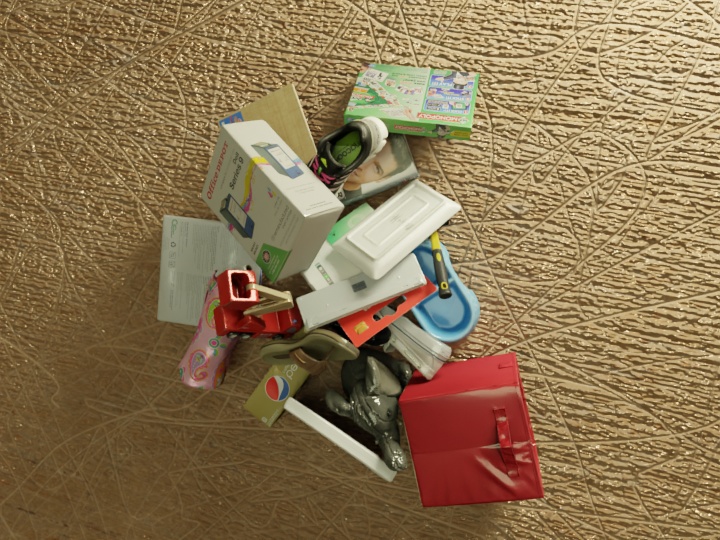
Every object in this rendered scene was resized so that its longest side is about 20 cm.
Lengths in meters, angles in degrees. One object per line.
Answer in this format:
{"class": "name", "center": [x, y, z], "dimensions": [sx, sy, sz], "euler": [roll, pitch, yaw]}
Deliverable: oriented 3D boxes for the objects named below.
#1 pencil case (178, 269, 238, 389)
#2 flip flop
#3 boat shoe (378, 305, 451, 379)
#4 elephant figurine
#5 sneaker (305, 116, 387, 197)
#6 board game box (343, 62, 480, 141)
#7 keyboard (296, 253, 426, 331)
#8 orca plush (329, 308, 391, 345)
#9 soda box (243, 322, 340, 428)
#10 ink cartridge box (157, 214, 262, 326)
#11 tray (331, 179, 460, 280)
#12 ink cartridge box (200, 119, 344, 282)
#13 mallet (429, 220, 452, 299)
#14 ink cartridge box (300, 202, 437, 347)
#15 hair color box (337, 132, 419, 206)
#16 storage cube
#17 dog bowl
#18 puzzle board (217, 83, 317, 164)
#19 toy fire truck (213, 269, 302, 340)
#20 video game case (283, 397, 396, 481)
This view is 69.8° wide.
{"class": "pencil case", "center": [-0.248, 0.103, 0.893], "dimensions": [0.087, 0.087, 0.201], "euler": [23, 100, 8]}
{"class": "flip flop", "center": [-0.085, 0.139, 0.813], "dimensions": [0.199, 0.081, 0.058], "euler": [-12, 49, 33]}
{"class": "boat shoe", "center": [0.054, 0.103, 0.851], "dimensions": [0.200, 0.073, 0.067], "euler": [34, 91, 37]}
{"class": "elephant figurine", "center": [0.018, 0.204, 0.833], "dimensions": [0.154, 0.200, 0.143], "euler": [11, 97, 9]}
{"class": "sneaker", "center": [-0.048, -0.160, 0.787], "dimensions": [0.200, 0.087, 0.074], "euler": [-39, 85, 19]}
{"class": "board game box", "center": [0.085, -0.275, 0.831], "dimensions": [0.198, 0.029, 0.135], "euler": [9, 58, 10]}
{"class": "keyboard", "center": [0.001, 0.032, 0.798], "dimensions": [0.199, 0.011, 0.057], "euler": [-21, 63, -3]}
{"class": "orca plush", "center": [-0.039, 0.058, 0.850], "dimensions": [0.200, 0.071, 0.106], "euler": [51, 126, 27]}
{"class": "soda box", "center": [-0.121, 0.178, 0.924], "dimensions": [0.064, 0.068, 0.201], "euler": [36, 100, 6]}
{"class": "ink cartridge box", "center": [-0.271, 0.007, 0.951], "dimensions": [0.198, 0.043, 0.198], "euler": [8, 97, 6]}
{"class": "tray", "center": [0.058, -0.076, 0.825], "dimensions": [0.200, 0.022, 0.107], "euler": [-40, 58, -20]}
{"class": "ink cartridge box", "center": [-0.141, -0.107, 0.784], "dimensions": [0.200, 0.087, 0.146], "euler": [49, 132, 17]}
{"class": "mallet", "center": [0.130, -0.037, 0.817], "dimensions": [0.065, 0.201, 0.041], "euler": [-10, 137, -3]}
{"class": "ink cartridge box", "center": [0.000, 0.000, 0.828], "dimensions": [0.160, 0.050, 0.200], "euler": [-35, 51, -7]}
{"class": "hair color box", "center": [-0.010, -0.172, 0.879], "dimensions": [0.199, 0.061, 0.100], "euler": [-20, 90, 11]}
{"class": "storage cube", "center": [0.175, 0.243, 0.813], "dimensions": [0.178, 0.200, 0.172], "euler": [-13, 93, 17]}
{"class": "dog bowl", "center": [0.124, 0.034, 0.877], "dimensions": [0.111, 0.050, 0.201], "euler": [-32, 89, 11]}
{"class": "puzzle board", "center": [-0.145, -0.188, 0.869], "dimensions": [0.150, 0.017, 0.201], "euler": [-20, 89, 17]}
{"class": "toy fire truck", "center": [-0.153, 0.059, 0.800], "dimensions": [0.141, 0.199, 0.049], "euler": [-32, 62, 35]}
{"class": "video game case", "center": [-0.037, 0.281, 0.865], "dimensions": [0.199, 0.182, 0.024], "euler": [33, 73, 6]}
